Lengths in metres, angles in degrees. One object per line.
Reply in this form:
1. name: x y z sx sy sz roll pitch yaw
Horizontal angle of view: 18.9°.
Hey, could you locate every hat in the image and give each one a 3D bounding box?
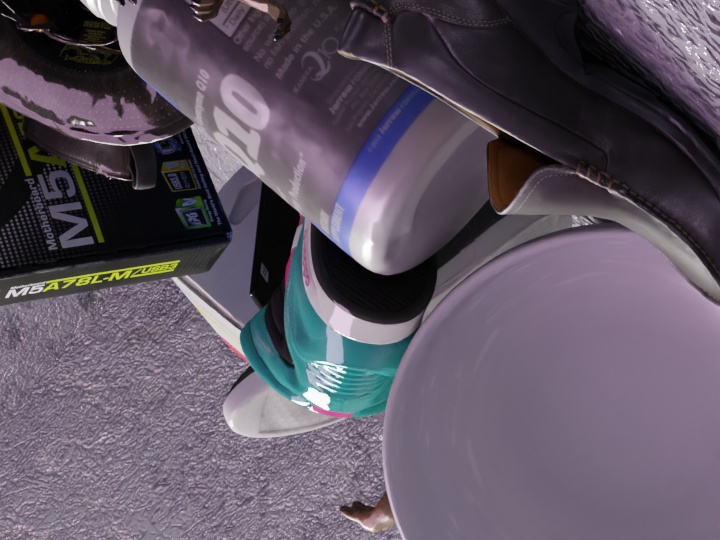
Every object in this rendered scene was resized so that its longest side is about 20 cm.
1. hat: -0.130 -0.169 1.095 0.201 0.201 0.081 43 -147 -7

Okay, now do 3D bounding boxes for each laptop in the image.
1. laptop: -0.089 -0.065 1.280 0.200 0.103 0.177 41 173 14

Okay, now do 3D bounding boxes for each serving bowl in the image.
1. serving bowl: 0.113 0.071 0.928 0.200 0.200 0.066 42 -162 -2

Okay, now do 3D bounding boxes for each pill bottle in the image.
1. pill bottle: -0.029 -0.101 0.904 0.200 0.114 0.114 40 174 17

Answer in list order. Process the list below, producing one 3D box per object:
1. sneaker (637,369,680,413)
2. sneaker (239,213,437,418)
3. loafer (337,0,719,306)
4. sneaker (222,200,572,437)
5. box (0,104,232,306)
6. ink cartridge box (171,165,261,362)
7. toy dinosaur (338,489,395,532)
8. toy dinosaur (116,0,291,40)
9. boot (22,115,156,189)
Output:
1. sneaker: 0.171 0.071 1.044 0.088 0.081 0.200 34 177 21
2. sneaker: -0.003 -0.007 0.998 0.083 0.121 0.200 17 -139 -7
3. loafer: 0.073 -0.048 0.809 0.200 0.072 0.073 43 173 -16
4. sneaker: 0.000 0.000 1.089 0.099 0.200 0.071 51 172 31
5. box: -0.197 -0.080 1.287 0.048 0.193 0.200 -48 58 49
6. ink cartridge box: -0.038 -0.004 1.476 0.083 0.145 0.200 39 173 20
7. toy dinosaur: 0.067 0.066 1.028 0.086 0.136 0.200 35 -149 10
8. toy dinosaur: -0.066 -0.155 0.837 0.200 0.101 0.058 43 157 3
9. boot: -0.175 -0.151 1.219 0.069 0.175 0.200 -12 -147 -38
